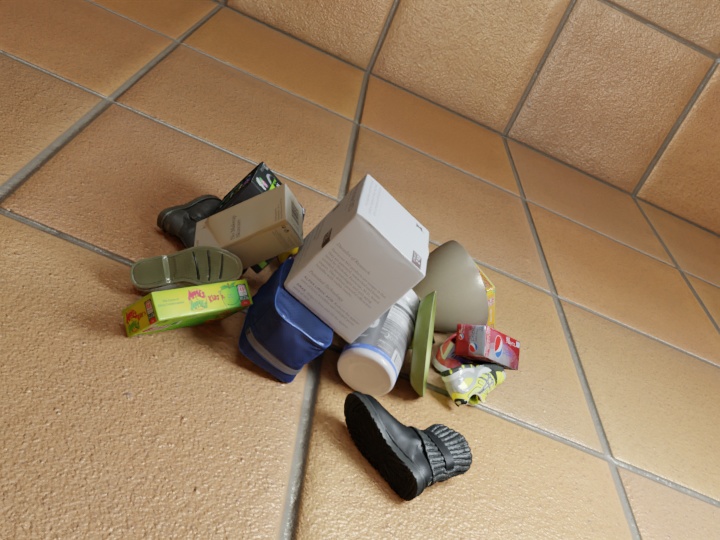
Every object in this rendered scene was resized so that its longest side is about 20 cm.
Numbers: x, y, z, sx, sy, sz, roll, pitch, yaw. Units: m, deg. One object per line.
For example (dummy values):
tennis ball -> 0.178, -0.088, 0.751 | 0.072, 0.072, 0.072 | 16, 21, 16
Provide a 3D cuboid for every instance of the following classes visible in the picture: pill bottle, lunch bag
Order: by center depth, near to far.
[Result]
lunch bag -> -0.134, 0.089, 1.406 | 0.135, 0.132, 0.201 | 39, 27, -17
pill bottle -> 0.040, 0.122, 1.465 | 0.112, 0.115, 0.202 | 26, 46, 1

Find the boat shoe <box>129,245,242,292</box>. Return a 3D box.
boat shoe -> -0.307, 0.002, 1.403 | 0.195, 0.069, 0.077 | -2, 76, -3

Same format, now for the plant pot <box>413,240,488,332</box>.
plant pot -> 0.176, 0.052, 1.723 | 0.132, 0.203, 0.201 | -21, 44, -14

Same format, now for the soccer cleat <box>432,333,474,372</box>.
soccer cleat -> 0.222, 0.160, 1.670 | 0.068, 0.074, 0.199 | 37, 29, 21

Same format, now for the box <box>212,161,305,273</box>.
box -> -0.208, -0.114, 1.622 | 0.149, 0.124, 0.201 | 47, 12, -15

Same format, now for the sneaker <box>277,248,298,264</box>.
sneaker -> -0.127, 0.004, 1.630 | 0.199, 0.076, 0.089 | 41, 29, 29

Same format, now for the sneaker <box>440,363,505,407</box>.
sneaker -> 0.229, 0.232, 1.578 | 0.198, 0.075, 0.078 | 4, 69, -49

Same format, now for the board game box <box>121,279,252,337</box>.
board game box -> -0.292, 0.063, 1.338 | 0.198, 0.101, 0.049 | -8, 77, -49

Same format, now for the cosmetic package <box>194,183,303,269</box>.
cosmetic package -> -0.207, -0.069, 1.456 | 0.105, 0.196, 0.073 | -98, 161, -44

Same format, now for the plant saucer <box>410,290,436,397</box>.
plant saucer -> 0.119, 0.139, 1.498 | 0.030, 0.204, 0.201 | 6, 26, 7

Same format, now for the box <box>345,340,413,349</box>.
box -> 0.022, 0.113, 1.603 | 0.197, 0.049, 0.118 | 3, 36, -43

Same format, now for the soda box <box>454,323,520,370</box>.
soda box -> 0.265, 0.160, 1.622 | 0.069, 0.065, 0.199 | 1, -14, 31

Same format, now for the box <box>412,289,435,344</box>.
box -> 0.085, 0.052, 1.673 | 0.021, 0.165, 0.200 | -33, 50, -9

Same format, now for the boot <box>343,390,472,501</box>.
boot -> 0.079, 0.278, 1.326 | 0.156, 0.080, 0.212 | -16, 59, -44

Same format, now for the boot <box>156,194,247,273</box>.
boot -> -0.297, -0.066, 1.603 | 0.198, 0.074, 0.180 | 33, 40, 26

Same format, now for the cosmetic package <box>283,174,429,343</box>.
cosmetic package -> -0.002, -0.021, 1.381 | 0.164, 0.200, 0.166 | 40, 26, -15

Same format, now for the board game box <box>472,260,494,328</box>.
board game box -> 0.267, 0.084, 1.748 | 0.029, 0.203, 0.096 | -22, 44, -11
